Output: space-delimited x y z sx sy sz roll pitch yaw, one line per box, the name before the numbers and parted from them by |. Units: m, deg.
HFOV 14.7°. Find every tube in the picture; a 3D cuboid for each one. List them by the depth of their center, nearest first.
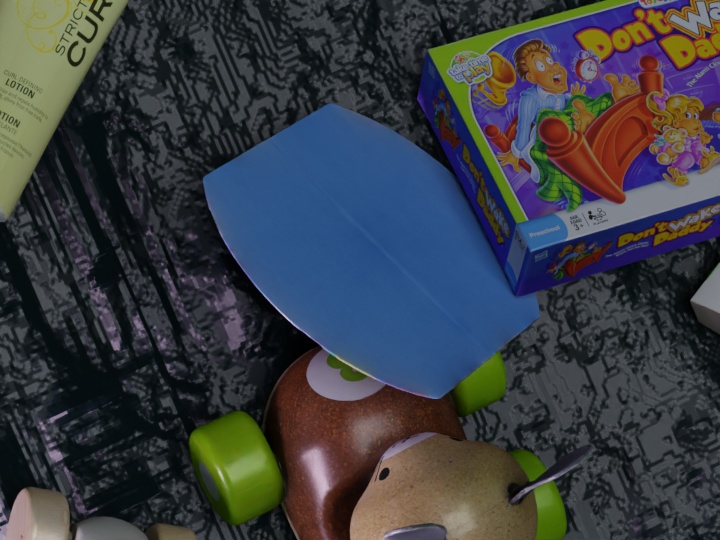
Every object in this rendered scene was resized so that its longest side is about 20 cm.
tube | -0.160 -0.123 1.412 0.058 0.052 0.201 45 64 -50

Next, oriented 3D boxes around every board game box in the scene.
board game box | 0.000 0.000 1.403 0.158 0.039 0.200 44 34 7
board game box | 0.148 -0.077 1.468 0.199 0.045 0.135 -17 61 -17

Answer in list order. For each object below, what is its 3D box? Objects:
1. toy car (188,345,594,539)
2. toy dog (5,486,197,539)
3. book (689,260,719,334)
toy car | 0.031 0.106 1.369 0.164 0.200 0.158 -24 93 -17
toy dog | -0.130 0.203 1.367 0.131 0.096 0.201 -9 88 -17
book | 0.288 -0.026 1.503 0.133 0.048 0.200 31 74 32
